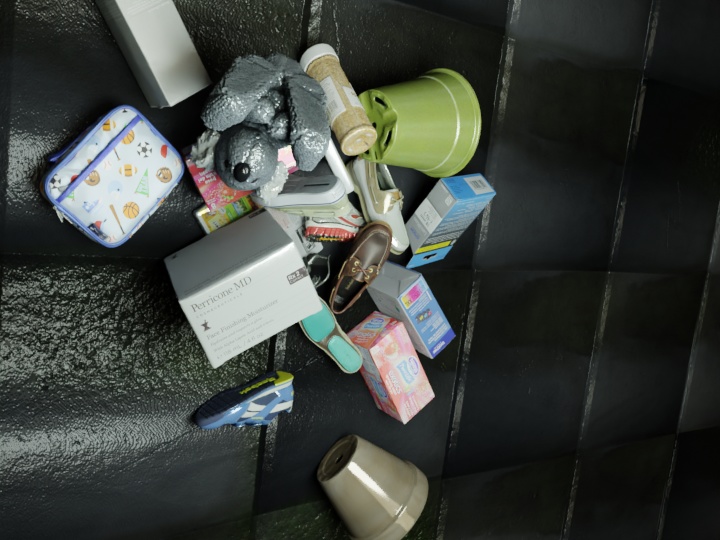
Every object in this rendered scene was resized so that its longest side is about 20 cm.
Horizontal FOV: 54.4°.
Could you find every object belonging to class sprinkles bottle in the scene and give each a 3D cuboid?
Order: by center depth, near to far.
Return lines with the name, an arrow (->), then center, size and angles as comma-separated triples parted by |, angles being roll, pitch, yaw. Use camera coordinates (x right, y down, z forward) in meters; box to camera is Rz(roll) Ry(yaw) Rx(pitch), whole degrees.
sprinkles bottle -> -0.040, -0.295, 1.204 | 0.067, 0.068, 0.202 | -10, 62, -32

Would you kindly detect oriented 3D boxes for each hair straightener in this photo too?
hair straightener -> -0.116, 0.050, 1.285 | 0.200, 0.077, 0.041 | -48, 157, -11

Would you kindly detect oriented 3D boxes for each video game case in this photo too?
video game case -> -0.075, -0.246, 1.188 | 0.023, 0.183, 0.202 | -26, 117, 0
video game case -> -0.178, -0.071, 1.259 | 0.181, 0.023, 0.202 | -39, 120, -22

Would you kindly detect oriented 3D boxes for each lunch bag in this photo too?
lunch bag -> -0.382, -0.144, 1.071 | 0.201, 0.075, 0.161 | -51, 121, -16

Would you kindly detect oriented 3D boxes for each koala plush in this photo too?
koala plush -> -0.150, -0.195, 1.026 | 0.175, 0.186, 0.201 | 21, 132, -16

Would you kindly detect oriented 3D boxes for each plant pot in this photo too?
plant pot -> 0.083, -0.262, 1.267 | 0.188, 0.198, 0.204 | -14, 109, -42
plant pot -> 0.011, 0.433, 1.417 | 0.174, 0.199, 0.200 | 47, 73, -16

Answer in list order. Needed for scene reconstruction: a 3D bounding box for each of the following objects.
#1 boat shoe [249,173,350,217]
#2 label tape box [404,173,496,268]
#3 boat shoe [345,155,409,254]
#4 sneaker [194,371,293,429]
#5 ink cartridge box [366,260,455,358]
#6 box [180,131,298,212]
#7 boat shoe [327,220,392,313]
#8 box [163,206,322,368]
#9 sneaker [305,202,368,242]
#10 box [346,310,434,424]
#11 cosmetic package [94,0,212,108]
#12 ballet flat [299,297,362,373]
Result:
boat shoe -> -0.104, -0.118, 1.166 | 0.072, 0.198, 0.063 | -52, 133, -33
label tape box -> 0.165, -0.101, 1.428 | 0.143, 0.064, 0.201 | -14, 150, -46
boat shoe -> 0.043, -0.130, 1.311 | 0.074, 0.068, 0.202 | -22, 83, -57
sneaker -> -0.205, 0.255, 1.284 | 0.197, 0.074, 0.084 | -18, 112, -29
ink cartridge box -> 0.104, 0.089, 1.419 | 0.076, 0.136, 0.202 | -39, 120, -17
box -> -0.185, -0.190, 1.150 | 0.198, 0.100, 0.097 | -28, 116, -9
boat shoe -> 0.000, 0.000, 1.297 | 0.069, 0.071, 0.201 | 25, 125, -8
box -> -0.195, 0.020, 1.134 | 0.197, 0.200, 0.132 | -28, 118, -10
sneaker -> -0.021, -0.098, 1.325 | 0.198, 0.077, 0.084 | 0, 82, -46
box -> 0.060, 0.198, 1.435 | 0.094, 0.102, 0.202 | -36, 118, -22
cosmetic package -> -0.315, -0.353, 1.049 | 0.090, 0.106, 0.202 | -38, 121, -22
ballet flat -> -0.069, 0.121, 1.356 | 0.067, 0.062, 0.201 | -38, 113, -10
